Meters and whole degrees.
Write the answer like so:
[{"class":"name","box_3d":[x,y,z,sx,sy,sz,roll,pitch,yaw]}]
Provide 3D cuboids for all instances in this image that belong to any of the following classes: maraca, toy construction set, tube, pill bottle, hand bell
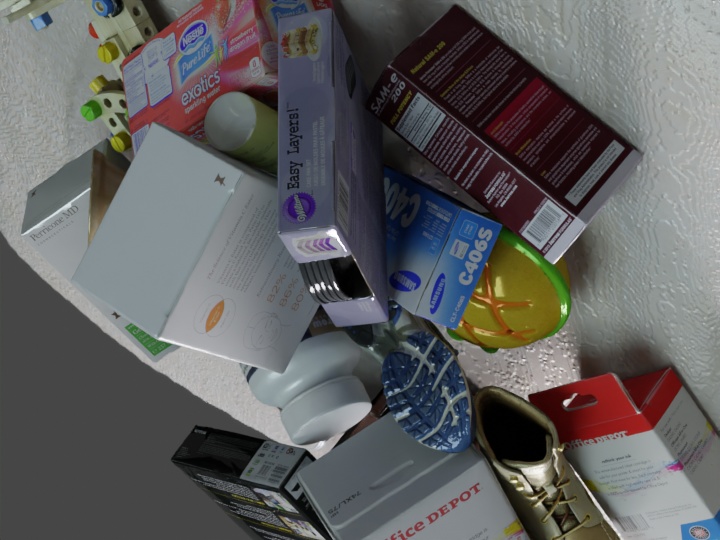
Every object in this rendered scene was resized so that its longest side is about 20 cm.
[{"class":"maraca","box_3d":[0.108,0.016,1.482,0.137,0.107,0.200,44,151,-5]},{"class":"toy construction set","box_3d":[-0.242,-0.209,1.598,0.131,0.092,0.200,-14,125,45]},{"class":"tube","box_3d":[-0.059,-0.102,1.459,0.058,0.200,0.052,34,96,28]},{"class":"pill bottle","box_3d":[-0.067,0.057,1.599,0.200,0.111,0.111,64,144,20]},{"class":"hand bell","box_3d":[-0.146,-0.054,1.552,0.199,0.104,0.104,2,135,-7]}]

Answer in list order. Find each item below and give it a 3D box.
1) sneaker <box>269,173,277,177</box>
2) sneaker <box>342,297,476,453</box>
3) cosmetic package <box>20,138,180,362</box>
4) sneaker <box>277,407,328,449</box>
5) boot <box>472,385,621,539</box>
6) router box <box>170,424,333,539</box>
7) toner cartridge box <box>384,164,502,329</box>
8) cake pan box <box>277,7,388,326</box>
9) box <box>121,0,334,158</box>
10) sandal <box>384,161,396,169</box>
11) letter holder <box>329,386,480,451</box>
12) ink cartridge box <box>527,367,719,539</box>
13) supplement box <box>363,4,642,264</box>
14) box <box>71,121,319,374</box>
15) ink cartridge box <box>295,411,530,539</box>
[{"class":"sneaker","box_3d":[-0.109,-0.082,1.613,0.200,0.071,0.080,-13,135,38]},{"class":"sneaker","box_3d":[0.060,0.084,1.505,0.077,0.085,0.200,-43,49,16]},{"class":"cosmetic package","box_3d":[-0.227,-0.018,1.680,0.108,0.085,0.200,-34,121,18]},{"class":"sneaker","box_3d":[-0.073,0.113,1.737,0.073,0.071,0.200,15,132,30]},{"class":"boot","box_3d":[0.168,0.198,1.492,0.200,0.073,0.156,55,174,24]},{"class":"router box","box_3d":[-0.078,0.225,1.665,0.200,0.051,0.149,5,142,53]},{"class":"toner cartridge box","box_3d":[0.044,-0.025,1.433,0.043,0.095,0.200,20,-174,-24]},{"class":"cake pan box","box_3d":[-0.020,-0.073,1.342,0.052,0.201,0.184,-8,155,13]},{"class":"box","box_3d":[-0.113,-0.170,1.478,0.200,0.095,0.103,-27,67,45]},{"class":"sandal","box_3d":[0.005,0.002,1.580,0.078,0.070,0.212,26,136,21]},{"class":"letter holder","box_3d":[0.047,0.198,1.691,0.142,0.101,0.200,40,140,2]},{"class":"ink cartridge box","box_3d":[0.252,0.161,1.513,0.116,0.067,0.200,-21,109,48]},{"class":"supplement box","box_3d":[0.114,-0.111,1.365,0.200,0.109,0.061,41,139,5]},{"class":"box","box_3d":[-0.117,-0.015,1.429,0.106,0.153,0.200,30,-177,31]},{"class":"ink cartridge box","box_3d":[0.064,0.246,1.531,0.200,0.147,0.146,61,173,-28]}]
